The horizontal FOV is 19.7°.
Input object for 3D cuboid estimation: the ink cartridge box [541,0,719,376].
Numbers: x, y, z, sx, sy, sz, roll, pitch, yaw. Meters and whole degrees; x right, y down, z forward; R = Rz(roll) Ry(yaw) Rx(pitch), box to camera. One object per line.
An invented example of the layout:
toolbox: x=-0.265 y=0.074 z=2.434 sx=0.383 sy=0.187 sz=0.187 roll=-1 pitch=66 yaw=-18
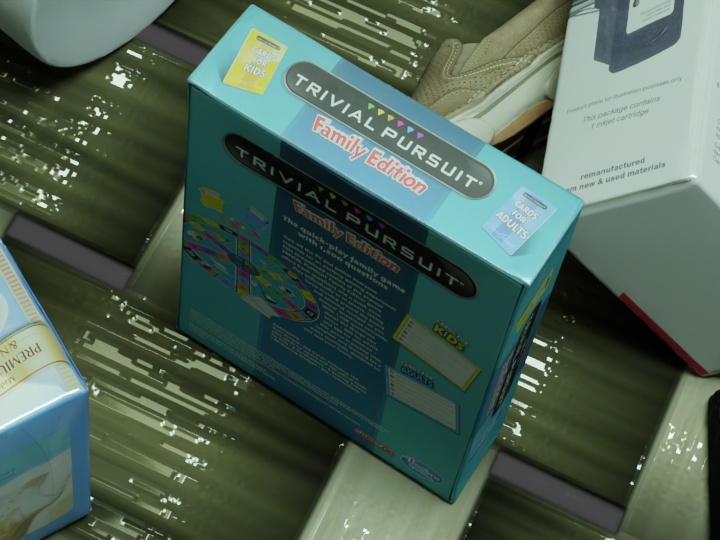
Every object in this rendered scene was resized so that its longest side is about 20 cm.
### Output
ink cartridge box: x=0.163 y=-0.078 z=0.939 sx=0.084 sy=0.145 sz=0.201 roll=-14 pitch=51 yaw=37

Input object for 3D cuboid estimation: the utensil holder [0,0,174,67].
utensil holder: x=-0.167 y=-0.218 z=0.974 sx=0.200 sy=0.170 sz=0.170 roll=40 pitch=64 yaw=13

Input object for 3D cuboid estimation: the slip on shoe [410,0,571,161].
slip on shoe: x=0.050 y=-0.076 z=0.969 sx=0.199 sy=0.076 sz=0.061 roll=-33 pitch=75 yaw=-25

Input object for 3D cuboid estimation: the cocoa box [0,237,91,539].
cocoa box: x=-0.222 y=0.067 z=0.825 sx=0.199 sy=0.134 sz=0.132 roll=-27 pitch=68 yaw=-19

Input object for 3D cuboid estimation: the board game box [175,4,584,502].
board game box: x=0.000 y=0.000 z=0.850 sx=0.150 sy=0.200 sz=0.047 roll=31 pitch=62 yaw=11

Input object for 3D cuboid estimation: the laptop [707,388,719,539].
laptop: x=0.245 y=0.110 z=0.852 sx=0.103 sy=0.200 sz=0.178 roll=21 pitch=56 yaw=-26
